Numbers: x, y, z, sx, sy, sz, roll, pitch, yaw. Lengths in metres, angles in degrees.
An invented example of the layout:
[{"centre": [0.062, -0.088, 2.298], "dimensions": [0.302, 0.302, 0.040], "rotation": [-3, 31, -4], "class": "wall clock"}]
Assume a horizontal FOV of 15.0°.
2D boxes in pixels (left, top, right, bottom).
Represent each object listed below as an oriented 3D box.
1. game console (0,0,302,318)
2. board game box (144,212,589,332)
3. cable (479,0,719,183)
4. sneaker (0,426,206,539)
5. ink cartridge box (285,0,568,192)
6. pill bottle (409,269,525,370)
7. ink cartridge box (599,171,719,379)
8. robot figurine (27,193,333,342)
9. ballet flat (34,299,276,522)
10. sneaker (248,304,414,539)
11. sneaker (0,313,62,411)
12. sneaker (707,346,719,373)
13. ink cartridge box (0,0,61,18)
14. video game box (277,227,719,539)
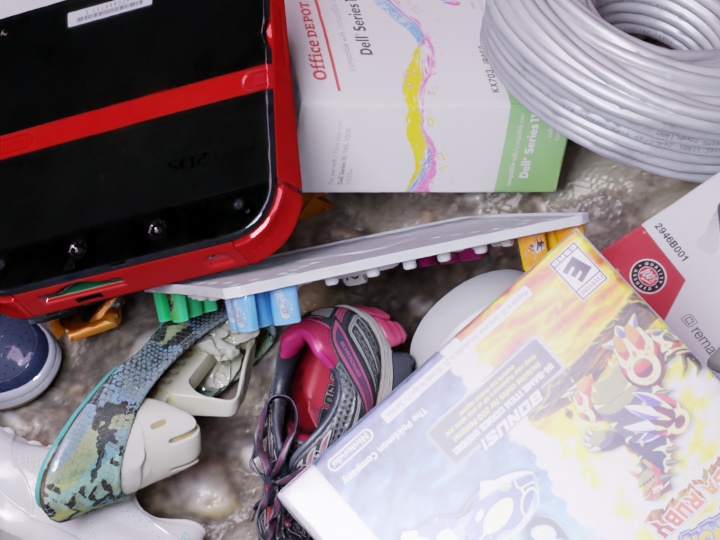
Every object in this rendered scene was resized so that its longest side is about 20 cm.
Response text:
[{"centre": [-0.128, -0.074, 1.493], "dimensions": [0.199, 0.031, 0.177], "rotation": [-13, 65, 20], "class": "game console"}, {"centre": [0.000, 0.000, 1.480], "dimensions": [0.199, 0.200, 0.026], "rotation": [-12, 94, -17], "class": "board game box"}, {"centre": [0.164, -0.129, 1.538], "dimensions": [0.199, 0.069, 0.200], "rotation": [13, 38, -8], "class": "cable"}, {"centre": [-0.174, 0.124, 1.566], "dimensions": [0.200, 0.075, 0.088], "rotation": [34, 66, 26], "class": "sneaker"}, {"centre": [0.011, -0.105, 1.572], "dimensions": [0.199, 0.067, 0.117], "rotation": [-1, 41, -13], "class": "ink cartridge box"}, {"centre": [0.108, 0.095, 1.444], "dimensions": [0.113, 0.113, 0.200], "rotation": [-34, 54, -3], "class": "pill bottle"}, {"centre": [0.239, 0.012, 1.466], "dimensions": [0.200, 0.084, 0.144], "rotation": [-33, 54, -3], "class": "ink cartridge box"}, {"centre": [-0.120, -0.026, 1.623], "dimensions": [0.200, 0.058, 0.145], "rotation": [-29, 27, 2], "class": "robot figurine"}, {"centre": [-0.107, 0.074, 1.533], "dimensions": [0.074, 0.074, 0.200], "rotation": [9, 40, 25], "class": "ballet flat"}, {"centre": [-0.030, 0.117, 1.471], "dimensions": [0.080, 0.075, 0.201], "rotation": [8, 94, 31], "class": "sneaker"}, {"centre": [-0.278, 0.018, 1.638], "dimensions": [0.200, 0.109, 0.070], "rotation": [19, 68, 29], "class": "sneaker"}, {"centre": [0.231, 0.115, 1.354], "dimensions": [0.092, 0.076, 0.201], "rotation": [-20, 72, 19], "class": "sneaker"}, {"centre": [-0.212, -0.119, 1.715], "dimensions": [0.145, 0.083, 0.200], "rotation": [35, 75, 34], "class": "ink cartridge box"}, {"centre": [0.092, 0.112, 1.317], "dimensions": [0.200, 0.047, 0.182], "rotation": [-42, 77, -4], "class": "video game box"}]
